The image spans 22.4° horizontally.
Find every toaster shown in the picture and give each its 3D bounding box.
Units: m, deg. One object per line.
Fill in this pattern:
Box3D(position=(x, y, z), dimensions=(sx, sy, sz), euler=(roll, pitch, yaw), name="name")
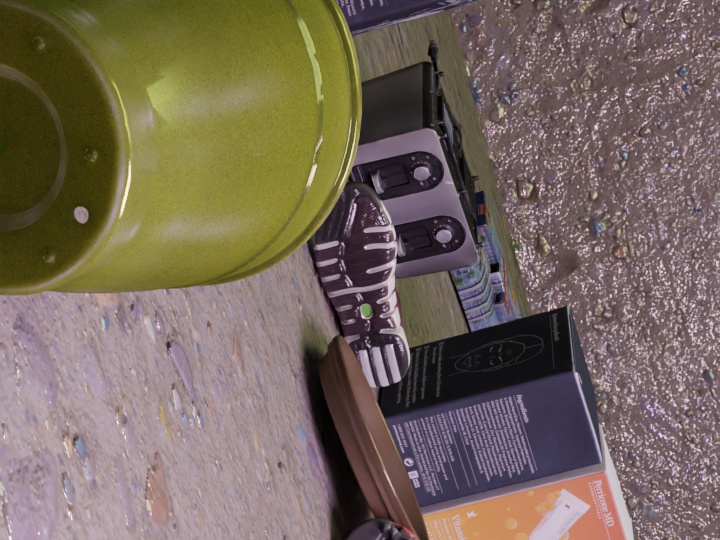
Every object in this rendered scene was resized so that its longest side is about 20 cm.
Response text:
Box3D(position=(0.056, -0.117, 1.990), dimensions=(0.200, 0.118, 0.182), euler=(-88, 161, -56), name="toaster")

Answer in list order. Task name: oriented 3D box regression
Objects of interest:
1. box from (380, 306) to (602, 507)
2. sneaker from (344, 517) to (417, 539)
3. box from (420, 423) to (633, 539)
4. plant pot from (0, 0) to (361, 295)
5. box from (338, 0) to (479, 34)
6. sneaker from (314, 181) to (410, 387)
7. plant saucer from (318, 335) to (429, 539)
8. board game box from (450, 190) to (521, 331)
Box3D(position=(0.129, 0.135, 1.802), dimensions=(0.149, 0.199, 0.108), euler=(-79, 152, -66), name="box")
Box3D(position=(0.063, 0.284, 1.453), dimensions=(0.200, 0.071, 0.098), euler=(45, -13, 11), name="sneaker")
Box3D(position=(0.165, 0.251, 1.827), dimensions=(0.098, 0.199, 0.125), euler=(-81, 153, -66), name="box")
Box3D(position=(-0.125, -0.072, 0.854), dimensions=(0.193, 0.199, 0.202), euler=(-30, 105, -67), name="plant pot")
Box3D(position=(-0.001, -0.290, 1.719), dimensions=(0.200, 0.196, 0.125), euler=(-38, 112, -78), name="box")
Box3D(position=(0.000, 0.000, 1.698), dimensions=(0.116, 0.075, 0.201), euler=(-92, 174, -69), name="sneaker")
Box3D(position=(0.010, 0.151, 1.536), dimensions=(0.200, 0.029, 0.201), euler=(-24, 90, -87), name="plant saucer")
Box3D(position=(0.181, 0.023, 2.610), dimensions=(0.200, 0.061, 0.201), euler=(-87, 159, -59), name="board game box")
